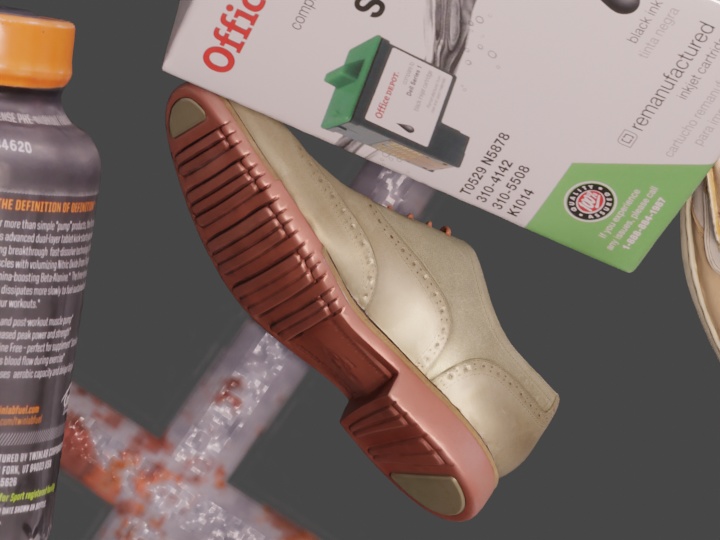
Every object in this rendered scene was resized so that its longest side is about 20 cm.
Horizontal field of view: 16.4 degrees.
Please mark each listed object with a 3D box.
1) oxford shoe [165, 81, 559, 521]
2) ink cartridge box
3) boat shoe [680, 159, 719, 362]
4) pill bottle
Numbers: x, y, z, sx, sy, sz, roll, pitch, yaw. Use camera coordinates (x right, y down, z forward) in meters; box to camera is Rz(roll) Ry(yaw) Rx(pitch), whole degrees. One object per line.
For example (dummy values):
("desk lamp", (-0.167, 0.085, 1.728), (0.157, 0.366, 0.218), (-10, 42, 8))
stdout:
("oxford shoe", (0.000, 0.000, 0.970), (0.074, 0.071, 0.200), (-41, 102, -27))
("ink cartridge box", (0.044, -0.104, 0.904), (0.199, 0.146, 0.085), (22, 49, -8))
("boat shoe", (0.165, -0.032, 0.979), (0.073, 0.069, 0.201), (-14, 99, -7))
("pill bottle", (-0.153, 0.001, 0.917), (0.106, 0.106, 0.201), (8, 96, -10))
